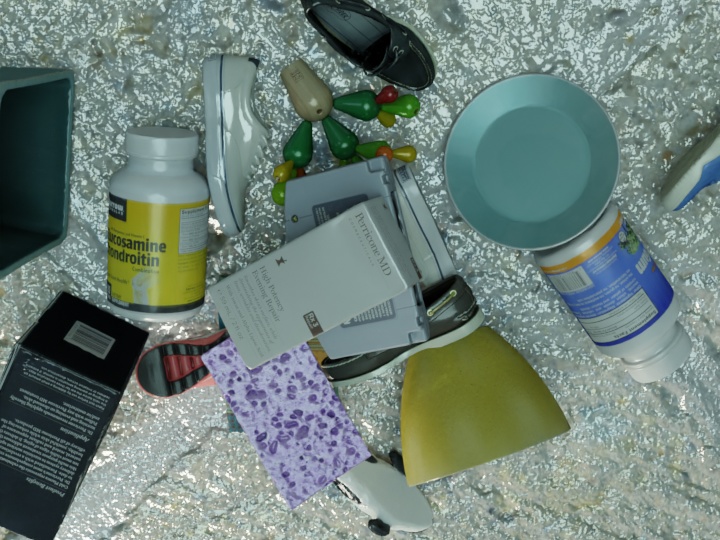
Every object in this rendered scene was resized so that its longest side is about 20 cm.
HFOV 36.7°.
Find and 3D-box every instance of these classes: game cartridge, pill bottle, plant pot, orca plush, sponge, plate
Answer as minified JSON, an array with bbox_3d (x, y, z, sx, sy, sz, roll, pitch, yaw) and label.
[{"bbox_3d":[-0.010,-0.011,1.169,0.132,0.041,0.203,-11,97,24],"label":"game cartridge"},{"bbox_3d":[0.298,0.028,1.254,0.112,0.112,0.201,-37,104,7],"label":"pill bottle"},{"bbox_3d":[0.126,0.148,1.255,0.198,0.200,0.144,-19,81,3],"label":"plant pot"},{"bbox_3d":[-0.004,0.272,1.325,0.198,0.107,0.071,20,150,-34],"label":"orca plush"},{"bbox_3d":[-0.224,-0.053,1.206,0.110,0.112,0.203,4,105,-4],"label":"pill bottle"},{"bbox_3d":[-0.082,0.151,1.208,0.111,0.030,0.201,-31,95,-7],"label":"sponge"},{"bbox_3d":[-0.434,-0.120,1.145,0.197,0.196,0.199,9,105,5],"label":"plant pot"},{"bbox_3d":[0.192,-0.121,1.222,0.197,0.026,0.203,-2,82,15],"label":"plate"}]

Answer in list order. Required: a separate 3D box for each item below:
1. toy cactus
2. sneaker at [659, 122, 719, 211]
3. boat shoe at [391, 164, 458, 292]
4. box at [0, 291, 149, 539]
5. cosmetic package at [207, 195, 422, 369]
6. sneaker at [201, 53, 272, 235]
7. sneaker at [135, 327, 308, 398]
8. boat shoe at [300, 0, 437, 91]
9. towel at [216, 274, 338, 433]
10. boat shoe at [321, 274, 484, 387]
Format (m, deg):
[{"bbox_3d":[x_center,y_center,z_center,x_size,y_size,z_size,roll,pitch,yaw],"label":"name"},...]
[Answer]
[{"bbox_3d":[-0.036,-0.155,1.207,0.199,0.102,0.166,-34,95,15],"label":"toy cactus"},{"bbox_3d":[0.442,-0.122,1.238,0.111,0.077,0.200,41,93,-3],"label":"sneaker"},{"bbox_3d":[0.061,-0.025,1.232,0.069,0.071,0.201,-24,128,6],"label":"boat shoe"},{"bbox_3d":[-0.341,0.158,1.212,0.123,0.200,0.198,27,103,-9],"label":"box"},{"bbox_3d":[-0.047,0.013,1.126,0.199,0.074,0.103,-29,90,20],"label":"cosmetic package"},{"bbox_3d":[-0.134,-0.138,1.207,0.070,0.073,0.203,-2,105,1],"label":"sneaker"},{"bbox_3d":[-0.160,0.095,1.255,0.197,0.087,0.075,-9,92,-8],"label":"sneaker"},{"bbox_3d":[0.010,-0.243,1.158,0.074,0.067,0.199,-27,132,28],"label":"boat shoe"},{"bbox_3d":[-0.096,0.102,1.287,0.145,0.022,0.203,2,108,14],"label":"towel"},{"bbox_3d":[0.038,0.068,1.224,0.199,0.072,0.061,-26,109,12],"label":"boat shoe"}]
